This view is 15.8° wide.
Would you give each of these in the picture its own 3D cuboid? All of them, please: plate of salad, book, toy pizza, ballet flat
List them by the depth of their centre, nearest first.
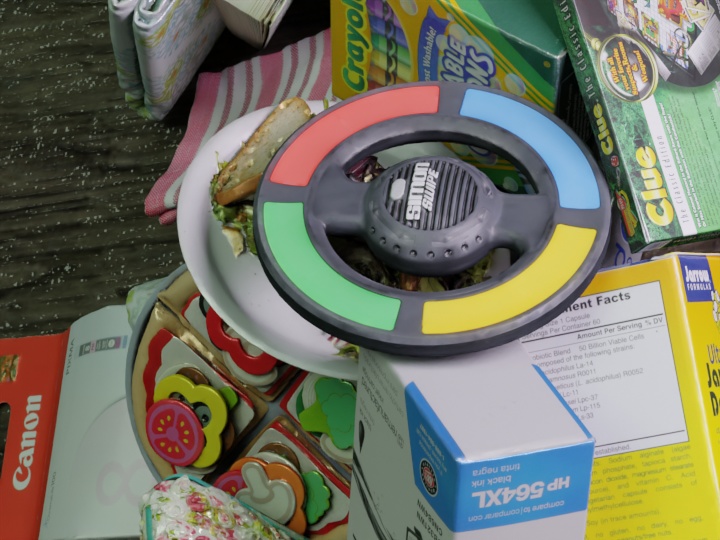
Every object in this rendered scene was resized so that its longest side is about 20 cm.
[{"bbox_3d":[-0.006,-0.025,1.496,0.199,0.048,0.201,9,52,-11],"label":"plate of salad"},{"bbox_3d":[-0.048,0.189,1.534,0.076,0.199,0.064,-48,22,44],"label":"ballet flat"},{"bbox_3d":[-0.056,0.083,1.542,0.199,0.032,0.201,7,108,22],"label":"toy pizza"},{"bbox_3d":[-0.029,-0.250,1.748,0.048,0.134,0.201,31,86,1],"label":"book"}]

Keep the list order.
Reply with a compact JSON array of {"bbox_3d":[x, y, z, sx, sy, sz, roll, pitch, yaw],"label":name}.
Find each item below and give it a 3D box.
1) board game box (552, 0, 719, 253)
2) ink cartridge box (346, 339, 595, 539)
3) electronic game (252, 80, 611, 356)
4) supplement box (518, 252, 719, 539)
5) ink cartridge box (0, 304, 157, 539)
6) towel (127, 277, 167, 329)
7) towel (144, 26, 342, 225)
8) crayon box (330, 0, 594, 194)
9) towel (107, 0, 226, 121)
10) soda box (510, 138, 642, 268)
[{"bbox_3d":[0.169,-0.113,1.464,0.023,0.104,0.201,-34,68,57],"label":"board game box"},{"bbox_3d":[0.055,0.143,1.426,0.084,0.201,0.146,-8,32,-20],"label":"ink cartridge box"},{"bbox_3d":[0.039,-0.032,1.434,0.199,0.042,0.201,-2,49,2],"label":"electronic game"},{"bbox_3d":[0.162,0.098,1.459,0.108,0.109,0.201,-12,85,25],"label":"supplement box"},{"bbox_3d":[-0.191,0.108,1.732,0.199,0.057,0.163,-3,68,23],"label":"ink cartridge box"},{"bbox_3d":[-0.041,0.088,1.589,0.170,0.048,0.201,-14,99,24],"label":"towel"},{"bbox_3d":[-0.046,-0.110,1.700,0.199,0.030,0.147,-21,32,31],"label":"towel"},{"bbox_3d":[0.048,-0.134,1.549,0.200,0.126,0.052,31,54,26],"label":"crayon box"},{"bbox_3d":[-0.109,-0.204,1.729,0.048,0.200,0.172,32,76,7],"label":"towel"},{"bbox_3d":[0.127,-0.006,1.588,0.068,0.063,0.201,10,74,30],"label":"soda box"}]
